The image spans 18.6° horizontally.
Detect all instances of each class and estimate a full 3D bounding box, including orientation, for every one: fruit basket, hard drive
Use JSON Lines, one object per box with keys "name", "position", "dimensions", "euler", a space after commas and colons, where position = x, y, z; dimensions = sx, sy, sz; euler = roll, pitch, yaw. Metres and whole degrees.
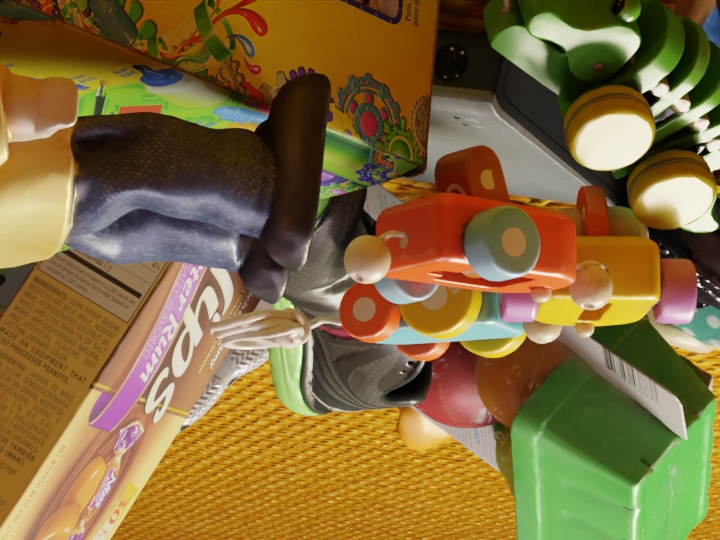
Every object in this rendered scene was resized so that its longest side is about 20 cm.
{"name": "fruit basket", "position": [0.076, 0.050, 1.029], "dimensions": [0.200, 0.094, 0.186], "euler": [41, 157, 30]}
{"name": "hard drive", "position": [-0.002, -0.070, 0.906], "dimensions": [0.198, 0.033, 0.139], "euler": [10, 170, 31]}

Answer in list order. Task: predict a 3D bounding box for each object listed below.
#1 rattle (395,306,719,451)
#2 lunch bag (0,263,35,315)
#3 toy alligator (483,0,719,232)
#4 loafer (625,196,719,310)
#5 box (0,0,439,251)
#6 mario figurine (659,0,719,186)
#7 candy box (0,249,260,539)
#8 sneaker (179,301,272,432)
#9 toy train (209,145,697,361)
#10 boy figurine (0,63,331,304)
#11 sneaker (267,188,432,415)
{"name": "rattle", "position": [0.115, 0.050, 1.097], "dimensions": [0.199, 0.144, 0.130], "euler": [25, 171, 28]}
{"name": "lunch bag", "position": [-0.200, 0.020, 1.054], "dimensions": [0.149, 0.095, 0.200], "euler": [2, -150, 8]}
{"name": "toy alligator", "position": [0.084, -0.074, 0.733], "dimensions": [0.054, 0.060, 0.200], "euler": [-31, 135, 22]}
{"name": "loafer", "position": [0.132, -0.009, 0.954], "dimensions": [0.072, 0.063, 0.200], "euler": [39, -175, -11]}
{"name": "box", "position": [-0.108, -0.098, 0.721], "dimensions": [0.199, 0.123, 0.192], "euler": [-9, 160, 44]}
{"name": "mario figurine", "position": [0.165, -0.076, 0.869], "dimensions": [0.199, 0.106, 0.123], "euler": [29, -169, -35]}
{"name": "candy box", "position": [-0.107, 0.037, 0.928], "dimensions": [0.056, 0.201, 0.117], "euler": [30, 168, 18]}
{"name": "sneaker", "position": [-0.097, 0.040, 1.209], "dimensions": [0.199, 0.075, 0.115], "euler": [-33, -179, -14]}
{"name": "toy train", "position": [0.032, -0.008, 0.778], "dimensions": [0.149, 0.056, 0.200], "euler": [6, 169, -27]}
{"name": "boy figurine", "position": [-0.112, -0.031, 0.616], "dimensions": [0.198, 0.065, 0.124], "euler": [8, 164, -8]}
{"name": "sneaker", "position": [0.000, 0.000, 0.920], "dimensions": [0.083, 0.077, 0.200], "euler": [6, 155, 7]}
